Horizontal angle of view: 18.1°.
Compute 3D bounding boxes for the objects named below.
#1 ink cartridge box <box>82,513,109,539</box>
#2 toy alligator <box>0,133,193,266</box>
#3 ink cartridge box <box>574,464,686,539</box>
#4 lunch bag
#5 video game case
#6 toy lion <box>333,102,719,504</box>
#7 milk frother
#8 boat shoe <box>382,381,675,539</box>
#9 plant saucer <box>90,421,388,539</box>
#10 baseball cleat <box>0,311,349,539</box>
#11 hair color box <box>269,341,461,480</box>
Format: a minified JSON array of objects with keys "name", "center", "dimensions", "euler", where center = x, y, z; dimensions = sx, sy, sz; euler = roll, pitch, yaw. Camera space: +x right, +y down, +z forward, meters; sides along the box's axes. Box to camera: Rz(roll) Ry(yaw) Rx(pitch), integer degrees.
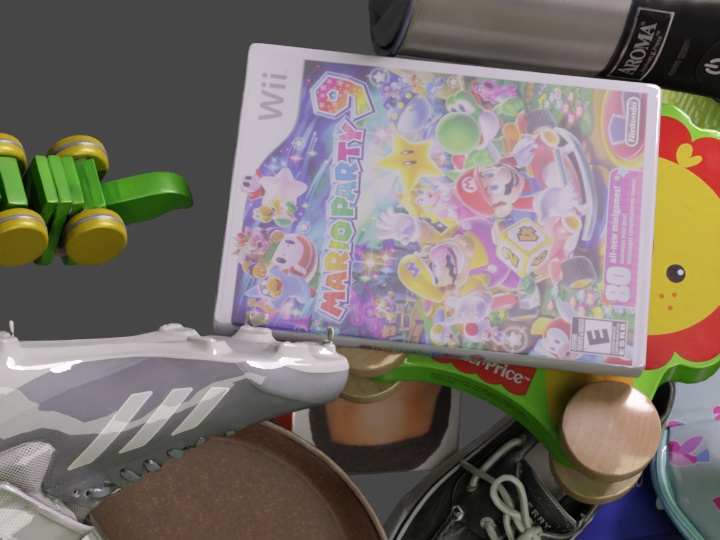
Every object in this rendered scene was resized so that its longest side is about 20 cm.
[{"name":"ink cartridge box","center":[-0.185,0.154,1.049],"dimensions":[0.145,0.083,0.201],"euler":[-35,101,-6]},{"name":"toy alligator","center":[-0.178,-0.026,1.069],"dimensions":[0.199,0.060,0.054],"euler":[-1,140,-26]},{"name":"ink cartridge box","center":[0.179,0.201,1.249],"dimensions":[0.199,0.040,0.202],"euler":[-2,105,-43]},{"name":"lunch bag","center":[0.244,0.091,1.242],"dimensions":[0.160,0.077,0.201],"euler":[46,52,-28]},{"name":"video game case","center":[0.038,-0.029,1.060],"dimensions":[0.198,0.018,0.144],"euler":[6,70,1]},{"name":"toy lion","center":[0.099,0.000,1.095],"dimensions":[0.199,0.069,0.193],"euler":[22,72,7]},{"name":"milk frother","center":[0.109,-0.201,1.135],"dimensions":[0.187,0.201,0.181],"euler":[7,125,-13]},{"name":"boat shoe","center":[0.082,0.119,1.135],"dimensions":[0.199,0.068,0.074],"euler":[-40,104,-4]},{"name":"plant saucer","center":[-0.079,0.156,1.121],"dimensions":[0.199,0.037,0.202],"euler":[1,107,4]},{"name":"baseball cleat","center":[-0.104,0.074,0.995],"dimensions":[0.198,0.070,0.107],"euler":[0,96,-10]},{"name":"hair color box","center":[0.000,0.000,1.153],"dimensions":[0.101,0.061,0.202],"euler":[-2,101,-26]}]
